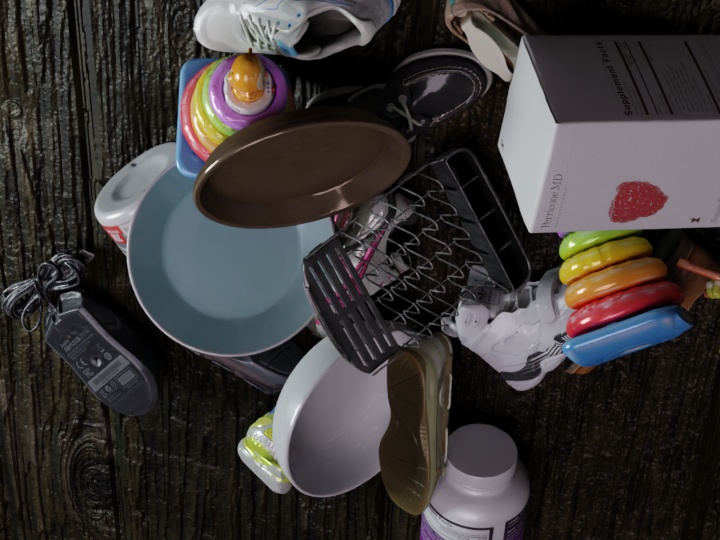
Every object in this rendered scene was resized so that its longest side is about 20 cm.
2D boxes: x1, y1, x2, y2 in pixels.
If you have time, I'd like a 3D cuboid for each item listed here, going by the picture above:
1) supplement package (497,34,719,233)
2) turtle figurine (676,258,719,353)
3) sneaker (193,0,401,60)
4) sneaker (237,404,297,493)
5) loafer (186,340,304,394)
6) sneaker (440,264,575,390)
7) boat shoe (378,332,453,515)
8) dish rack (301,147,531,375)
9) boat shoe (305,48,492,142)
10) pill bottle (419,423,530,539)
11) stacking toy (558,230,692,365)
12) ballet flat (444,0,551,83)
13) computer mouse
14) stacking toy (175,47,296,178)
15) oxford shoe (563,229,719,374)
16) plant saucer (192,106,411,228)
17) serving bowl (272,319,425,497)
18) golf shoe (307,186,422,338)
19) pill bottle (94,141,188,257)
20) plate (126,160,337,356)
[{"bbox_3d":[0.230,-0.115,1.527,0.198,0.120,0.122,-2,134,-12],"label":"supplement package"},{"bbox_3d":[0.378,0.027,1.682,0.198,0.065,0.162,3,142,-2],"label":"turtle figurine"},{"bbox_3d":[-0.067,-0.219,1.618,0.199,0.087,0.075,-7,129,26],"label":"sneaker"},{"bbox_3d":[-0.072,0.177,1.973,0.076,0.105,0.200,44,164,4],"label":"sneaker"},{"bbox_3d":[-0.154,0.071,1.913,0.199,0.072,0.063,32,137,-13],"label":"loafer"},{"bbox_3d":[0.161,0.032,1.758,0.114,0.075,0.200,29,136,-10],"label":"sneaker"},{"bbox_3d":[0.063,0.158,1.853,0.073,0.063,0.202,25,128,38],"label":"boat shoe"},{"bbox_3d":[0.047,-0.003,1.690,0.154,0.200,0.054,60,162,-21],"label":"dish rack"},{"bbox_3d":[0.026,-0.145,1.664,0.199,0.061,0.074,-12,124,28],"label":"boat shoe"},{"bbox_3d":[0.121,0.260,1.945,0.112,0.113,0.201,12,132,10],"label":"pill bottle"},{"bbox_3d":[0.215,-0.025,1.639,0.109,0.116,0.201,-20,79,17],"label":"stacking toy"},{"bbox_3d":[0.147,-0.175,1.590,0.200,0.067,0.068,37,132,-14],"label":"ballet flat"},{"bbox_3d":[-0.282,0.068,1.972,0.138,0.053,0.200,-32,103,36],"label":"computer mouse"},{"bbox_3d":[-0.102,-0.153,1.606,0.109,0.117,0.200,3,169,-8],"label":"stacking toy"},{"bbox_3d":[0.267,0.047,1.739,0.071,0.072,0.200,32,131,-14],"label":"oxford shoe"},{"bbox_3d":[-0.054,-0.093,1.628,0.198,0.030,0.200,-12,159,-5],"label":"plant saucer"},{"bbox_3d":[-0.016,0.129,1.855,0.066,0.199,0.201,38,144,37],"label":"serving bowl"},{"bbox_3d":[0.000,0.000,1.792,0.091,0.073,0.201,19,133,2],"label":"golf shoe"},{"bbox_3d":[-0.162,-0.017,1.807,0.113,0.114,0.200,-18,121,32],"label":"pill bottle"},{"bbox_3d":[-0.121,-0.019,1.726,0.198,0.026,0.202,-1,98,-8],"label":"plate"}]
